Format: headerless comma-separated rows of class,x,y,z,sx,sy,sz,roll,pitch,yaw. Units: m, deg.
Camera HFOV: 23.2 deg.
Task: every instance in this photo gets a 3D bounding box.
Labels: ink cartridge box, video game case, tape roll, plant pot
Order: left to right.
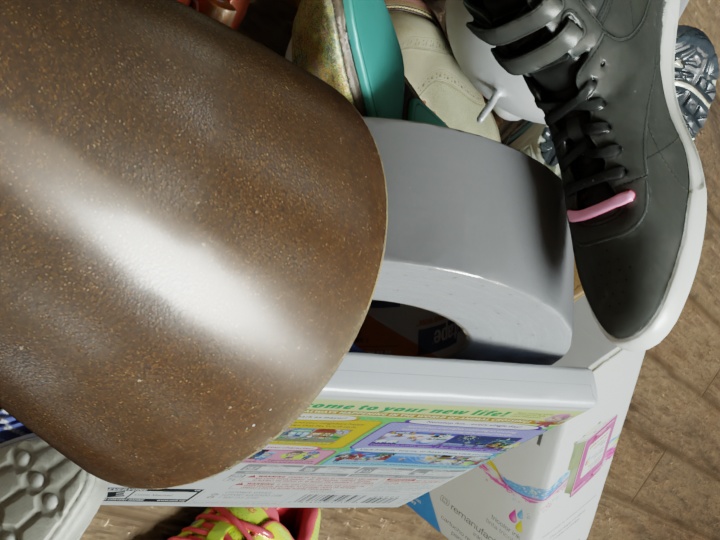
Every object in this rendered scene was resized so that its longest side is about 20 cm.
plant pot,-0.118,-0.040,0.648,0.188,0.186,0.200,-54,139,-1
video game case,-0.019,0.078,0.827,0.198,0.022,0.182,5,156,-30
tape roll,0.000,0.000,0.812,0.200,0.198,0.067,49,41,-62
ink cartridge box,0.090,0.083,1.127,0.084,0.144,0.201,-29,143,-37

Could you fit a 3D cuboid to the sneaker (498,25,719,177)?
sneaker,0.121,-0.087,1.017,0.077,0.087,0.200,30,129,-28

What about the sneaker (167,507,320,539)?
sneaker,-0.086,0.170,1.029,0.199,0.078,0.091,-3,115,-64

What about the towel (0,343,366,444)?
towel,-0.086,0.066,0.833,0.198,0.024,0.145,-15,158,16

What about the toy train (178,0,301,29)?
toy train,-0.026,-0.169,0.761,0.150,0.055,0.201,0,120,-58

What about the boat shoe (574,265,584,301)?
boat shoe,0.030,0.004,0.950,0.198,0.074,0.063,-8,175,-4

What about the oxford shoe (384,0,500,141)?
oxford shoe,0.032,-0.084,0.910,0.071,0.074,0.200,-37,155,16

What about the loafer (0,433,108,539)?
loafer,-0.188,0.147,0.814,0.200,0.070,0.070,-41,157,13

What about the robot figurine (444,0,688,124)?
robot figurine,0.113,-0.152,0.908,0.201,0.112,0.170,-56,171,-44

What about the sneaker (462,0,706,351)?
sneaker,0.088,-0.069,0.733,0.099,0.070,0.202,14,69,-40

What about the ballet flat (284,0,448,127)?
ballet flat,-0.002,-0.071,0.807,0.071,0.070,0.200,-51,148,-8
